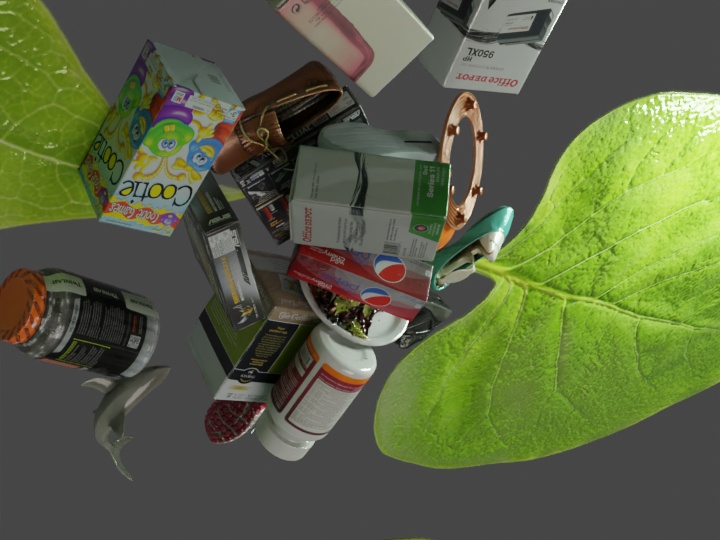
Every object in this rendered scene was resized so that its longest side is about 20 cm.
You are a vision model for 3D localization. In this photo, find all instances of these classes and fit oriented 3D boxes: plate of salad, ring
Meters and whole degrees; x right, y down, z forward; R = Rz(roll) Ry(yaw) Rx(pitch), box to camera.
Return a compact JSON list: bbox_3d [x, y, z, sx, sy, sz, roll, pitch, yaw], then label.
[{"bbox_3d":[-0.003,0.022,1.489,0.199,0.201,0.048,3,146,-38],"label":"plate of salad"},{"bbox_3d":[0.153,-0.159,1.444,0.200,0.019,0.202,7,90,-68],"label":"ring"}]

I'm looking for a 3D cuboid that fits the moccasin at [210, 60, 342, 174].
[{"bbox_3d":[-0.112,-0.188,1.284,0.200,0.078,0.074,-31,142,-4],"label":"moccasin"}]

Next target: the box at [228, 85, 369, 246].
[{"bbox_3d":[-0.069,-0.143,1.387,0.199,0.050,0.158,-32,143,-2],"label":"box"}]

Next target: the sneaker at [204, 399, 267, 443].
[{"bbox_3d":[-0.177,0.233,1.692,0.199,0.081,0.075,-33,155,6],"label":"sneaker"}]

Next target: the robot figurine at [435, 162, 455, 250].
[{"bbox_3d":[0.083,-0.084,1.479,0.116,0.145,0.200,-9,176,15],"label":"robot figurine"}]

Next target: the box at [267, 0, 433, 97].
[{"bbox_3d":[-0.027,-0.320,1.163,0.109,0.128,0.200,-42,141,12],"label":"box"}]

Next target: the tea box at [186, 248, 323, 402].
[{"bbox_3d":[-0.126,0.092,1.530,0.199,0.134,0.197,12,125,-43],"label":"tea box"}]

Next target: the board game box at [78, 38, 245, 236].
[{"bbox_3d":[-0.245,-0.157,1.201,0.103,0.105,0.201,12,123,-42],"label":"board game box"}]

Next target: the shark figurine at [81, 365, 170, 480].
[{"bbox_3d":[-0.382,0.243,1.551,0.127,0.090,0.215,3,128,-36],"label":"shark figurine"}]

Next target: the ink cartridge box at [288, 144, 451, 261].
[{"bbox_3d":[0.009,-0.086,1.295,0.198,0.084,0.147,7,159,-1],"label":"ink cartridge box"}]

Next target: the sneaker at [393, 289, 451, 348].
[{"bbox_3d":[0.068,0.075,1.698,0.114,0.076,0.199,-50,145,10],"label":"sneaker"}]

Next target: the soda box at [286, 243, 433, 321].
[{"bbox_3d":[0.000,0.000,1.419,0.199,0.070,0.064,21,144,-9],"label":"soda box"}]

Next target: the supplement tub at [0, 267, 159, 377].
[{"bbox_3d":[-0.381,0.069,1.332,0.123,0.123,0.199,-47,141,17],"label":"supplement tub"}]

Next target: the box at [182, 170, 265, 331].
[{"bbox_3d":[-0.194,-0.040,1.320,0.048,0.159,0.201,-24,142,-14],"label":"box"}]

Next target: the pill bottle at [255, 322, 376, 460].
[{"bbox_3d":[-0.070,0.182,1.468,0.109,0.110,0.201,10,125,-42],"label":"pill bottle"}]

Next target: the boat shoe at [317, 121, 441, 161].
[{"bbox_3d":[0.024,-0.151,1.344,0.199,0.072,0.071,1,135,-34],"label":"boat shoe"}]

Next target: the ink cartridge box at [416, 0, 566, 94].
[{"bbox_3d":[0.183,-0.344,1.322,0.144,0.084,0.201,-2,133,-34],"label":"ink cartridge box"}]

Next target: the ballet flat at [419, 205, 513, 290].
[{"bbox_3d":[0.190,-0.029,1.678,0.199,0.071,0.067,-34,142,0],"label":"ballet flat"}]
